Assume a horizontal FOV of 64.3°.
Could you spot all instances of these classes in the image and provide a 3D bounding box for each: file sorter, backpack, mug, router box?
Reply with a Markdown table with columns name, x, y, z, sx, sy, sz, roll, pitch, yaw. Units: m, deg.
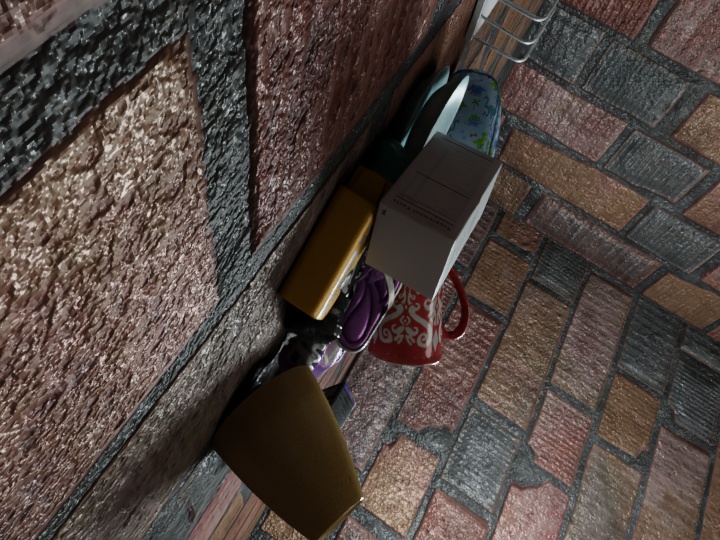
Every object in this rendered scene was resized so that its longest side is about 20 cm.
| name | x | y | z | sx | sy | sz | roll | pitch | yaw |
| --- | --- | --- | --- | --- | --- | --- | --- | --- | --- |
| file sorter | 0.283 | -0.487 | 0.978 | 0.140 | 0.122 | 0.201 | -56 | 172 | -25 |
| backpack | 0.205 | -0.287 | 1.121 | 0.204 | 0.159 | 0.155 | -64 | 160 | -19 |
| mug | 0.097 | 0.040 | 0.990 | 0.174 | 0.131 | 0.208 | -5 | 103 | -46 |
| router box | -0.120 | 0.296 | 1.076 | 0.196 | 0.053 | 0.157 | -25 | -171 | 25 |

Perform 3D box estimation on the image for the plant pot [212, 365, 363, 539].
| name | x | y | z | sx | sy | sz | roll | pitch | yaw |
| --- | --- | --- | --- | --- | --- | --- | --- | --- | --- |
| plant pot | -0.090 | 0.283 | 0.842 | 0.184 | 0.201 | 0.188 | -35 | 159 | -16 |

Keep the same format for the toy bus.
| name | x | y | z | sx | sy | sz | roll | pitch | yaw |
| --- | --- | --- | --- | --- | --- | --- | --- | --- | --- |
| toy bus | -0.028 | -0.039 | 0.758 | 0.204 | 0.064 | 0.078 | -60 | 171 | -2 |

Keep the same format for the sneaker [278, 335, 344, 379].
| name | x | y | z | sx | sy | sz | roll | pitch | yaw |
| --- | --- | --- | --- | --- | --- | --- | --- | --- | --- |
| sneaker | -0.048 | 0.106 | 0.958 | 0.201 | 0.080 | 0.088 | -50 | 139 | 3 |

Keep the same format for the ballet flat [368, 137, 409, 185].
| name | x | y | z | sx | sy | sz | roll | pitch | yaw |
| --- | --- | --- | --- | --- | --- | --- | --- | --- | --- |
| ballet flat | 0.035 | -0.124 | 0.873 | 0.071 | 0.067 | 0.201 | -50 | 170 | -12 |

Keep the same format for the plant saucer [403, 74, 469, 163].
| name | x | y | z | sx | sy | sz | roll | pitch | yaw |
| --- | --- | --- | --- | --- | --- | --- | --- | --- | --- |
| plant saucer | 0.109 | -0.223 | 0.916 | 0.204 | 0.038 | 0.201 | -58 | 173 | -12 |

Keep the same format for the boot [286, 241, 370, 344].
| name | x | y | z | sx | sy | sz | roll | pitch | yaw |
| --- | --- | --- | --- | --- | --- | --- | --- | --- | --- |
| boot | -0.039 | 0.003 | 0.873 | 0.164 | 0.064 | 0.206 | -18 | -128 | 64 |

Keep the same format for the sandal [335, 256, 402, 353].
| name | x | y | z | sx | sy | sz | roll | pitch | yaw |
| --- | --- | --- | --- | --- | --- | --- | --- | --- | --- |
| sandal | 0.021 | 0.030 | 0.883 | 0.050 | 0.080 | 0.209 | 116 | -6 | -84 |

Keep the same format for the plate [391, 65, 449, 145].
| name | x | y | z | sx | sy | sz | roll | pitch | yaw |
| --- | --- | --- | --- | --- | --- | --- | --- | --- | --- |
| plate | 0.087 | -0.243 | 0.939 | 0.204 | 0.025 | 0.201 | -59 | 172 | -13 |

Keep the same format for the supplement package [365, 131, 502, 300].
| name | x | y | z | sx | sy | sz | roll | pitch | yaw |
| --- | --- | --- | --- | --- | --- | --- | --- | --- | --- |
| supplement package | 0.102 | -0.081 | 0.792 | 0.201 | 0.111 | 0.111 | -52 | 163 | -42 |
